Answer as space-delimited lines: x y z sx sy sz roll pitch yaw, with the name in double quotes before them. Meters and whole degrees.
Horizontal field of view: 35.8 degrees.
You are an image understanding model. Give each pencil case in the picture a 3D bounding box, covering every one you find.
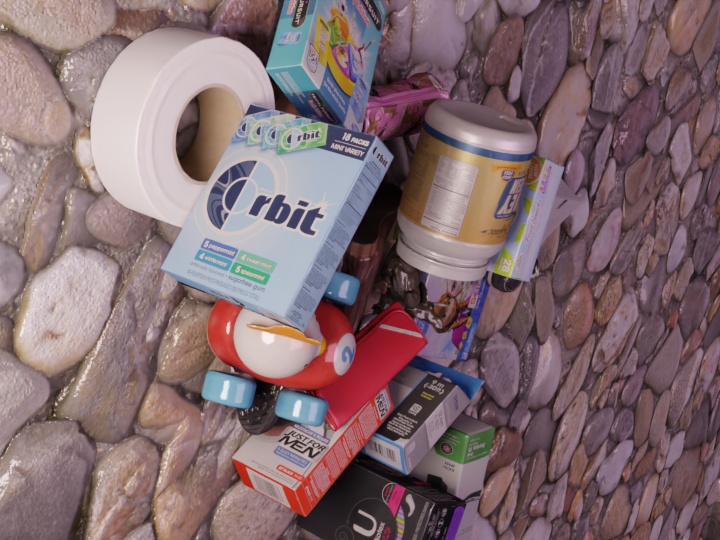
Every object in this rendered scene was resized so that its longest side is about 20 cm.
"pencil case" 0.031 -0.203 1.411 0.200 0.083 0.087 -20 133 -47

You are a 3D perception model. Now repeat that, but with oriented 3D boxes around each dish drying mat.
"dish drying mat" 0.009 0.120 1.453 0.200 0.018 0.077 -40 99 -38

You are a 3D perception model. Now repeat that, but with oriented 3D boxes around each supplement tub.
"supplement tub" 0.129 -0.102 1.416 0.145 0.145 0.200 -15 126 -51

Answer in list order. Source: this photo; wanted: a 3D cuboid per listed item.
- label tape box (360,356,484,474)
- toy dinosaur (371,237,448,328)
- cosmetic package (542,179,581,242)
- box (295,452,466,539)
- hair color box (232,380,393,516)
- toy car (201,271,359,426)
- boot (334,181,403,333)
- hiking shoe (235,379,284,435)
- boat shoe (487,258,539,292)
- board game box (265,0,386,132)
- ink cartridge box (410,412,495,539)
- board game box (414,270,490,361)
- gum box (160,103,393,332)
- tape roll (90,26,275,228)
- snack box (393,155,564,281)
"label tape box" 0.064 0.181 1.597 0.200 0.143 0.066 -45 139 -33
"toy dinosaur" 0.057 0.005 1.552 0.102 0.077 0.200 -61 139 -58
"cosmetic package" 0.247 -0.103 1.738 0.113 0.081 0.200 -49 155 26
"box" 0.028 0.344 1.576 0.106 0.200 0.122 19 90 -56
"hair color box" -0.060 0.213 1.467 0.200 0.111 0.064 -47 140 -32
"toy car" -0.079 0.077 1.253 0.177 0.200 0.184 16 85 -12
"boot" 0.000 0.000 1.493 0.186 0.064 0.200 -60 164 -53
"hiking shoe" -0.087 0.117 1.411 0.101 0.076 0.200 26 84 -53
"boat shoe" 0.242 -0.005 1.723 0.073 0.063 0.200 -47 159 -14
"board game box" -0.033 -0.265 1.265 0.151 0.047 0.200 50 45 -52
"ink cartridge box" 0.112 0.316 1.731 0.083 0.147 0.200 -7 111 -52
"board game box" 0.131 0.036 1.711 0.199 0.041 0.200 12 96 -56
"gum box" -0.085 -0.058 1.116 0.200 0.170 0.045 -62 145 -12
"tape roll" -0.179 -0.146 1.155 0.202 0.071 0.203 -30 129 -45
"snack box" 0.162 -0.093 1.549 0.068 0.200 0.169 10 98 -56
